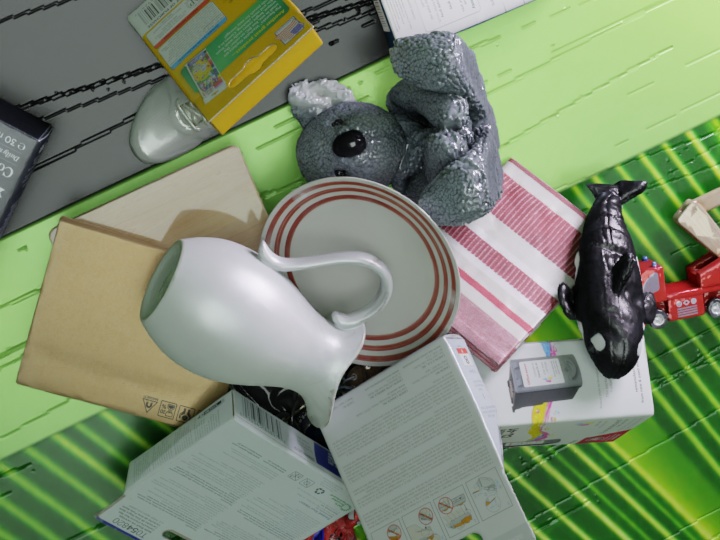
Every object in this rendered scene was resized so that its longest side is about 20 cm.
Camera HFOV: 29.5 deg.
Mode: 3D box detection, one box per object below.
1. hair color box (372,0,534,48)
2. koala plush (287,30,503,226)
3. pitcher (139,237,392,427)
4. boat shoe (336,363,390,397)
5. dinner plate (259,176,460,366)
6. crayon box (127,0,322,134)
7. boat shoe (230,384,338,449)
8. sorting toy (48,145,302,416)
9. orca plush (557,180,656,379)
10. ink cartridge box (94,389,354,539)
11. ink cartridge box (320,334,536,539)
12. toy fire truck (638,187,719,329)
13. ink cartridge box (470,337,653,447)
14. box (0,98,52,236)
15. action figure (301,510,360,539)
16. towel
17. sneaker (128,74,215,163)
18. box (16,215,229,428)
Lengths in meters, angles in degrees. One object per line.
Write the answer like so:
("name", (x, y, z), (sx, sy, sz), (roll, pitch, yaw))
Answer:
("hair color box", (0.107, -0.293, 1.330), (0.198, 0.061, 0.101), (-22, 103, -3))
("koala plush", (0.028, -0.119, 1.318), (0.197, 0.184, 0.180), (-12, 90, 14))
("pitcher", (-0.083, 0.031, 1.241), (0.198, 0.121, 0.173), (27, 103, -20))
("boat shoe", (0.015, 0.120, 1.360), (0.072, 0.072, 0.202), (-26, 87, -13))
("dinner plate", (0.000, 0.000, 1.281), (0.197, 0.024, 0.203), (9, 123, 14))
("crayon box", (-0.120, -0.211, 1.247), (0.125, 0.200, 0.052), (-41, 137, 2))
("boat shoe", (-0.052, 0.150, 1.388), (0.199, 0.066, 0.070), (40, 93, -13))
("sorting toy", (-0.172, 0.006, 1.343), (0.198, 0.070, 0.201), (-24, 103, -2))
("orca plush", (0.254, -0.003, 1.302), (0.104, 0.071, 0.202), (24, 64, -11))
("ink cartridge box", (-0.127, 0.221, 1.355), (0.199, 0.041, 0.199), (-35, 129, 22))
("ink cartridge box", (0.065, 0.184, 1.267), (0.161, 0.050, 0.202), (-31, 76, 24))
("toy fire truck", (0.363, -0.025, 1.424), (0.197, 0.049, 0.143), (-10, 102, -5))
("ink cartridge box", (0.175, 0.125, 1.368), (0.197, 0.148, 0.087), (-4, 74, -7))
("box", (-0.419, -0.085, 1.265), (0.198, 0.124, 0.199), (26, 98, -12))
("action figure", (-0.058, 0.325, 1.408), (0.065, 0.099, 0.201), (40, 91, -13))
("towel", (0.138, -0.009, 1.338), (0.144, 0.023, 0.200), (40, 62, 16))
("sneaker", (-0.141, -0.173, 1.309), (0.199, 0.080, 0.071), (-37, 105, 2))
("box", (-0.210, 0.055, 1.299), (0.197, 0.021, 0.166), (16, 99, -11))
